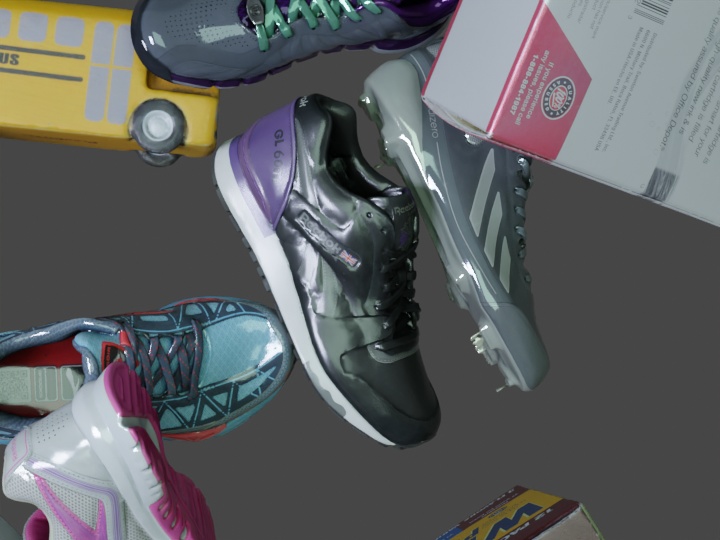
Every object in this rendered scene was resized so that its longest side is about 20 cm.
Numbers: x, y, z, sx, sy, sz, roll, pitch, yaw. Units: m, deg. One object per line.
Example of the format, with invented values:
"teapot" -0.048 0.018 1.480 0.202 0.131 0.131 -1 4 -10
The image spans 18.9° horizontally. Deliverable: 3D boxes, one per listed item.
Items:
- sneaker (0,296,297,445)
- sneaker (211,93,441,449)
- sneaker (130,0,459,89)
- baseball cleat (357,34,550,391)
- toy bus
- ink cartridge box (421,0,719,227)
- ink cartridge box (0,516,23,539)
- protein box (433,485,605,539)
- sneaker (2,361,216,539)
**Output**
"sneaker" -0.129 0.060 1.176 0.198 0.096 0.080 -11 87 -5
"sneaker" 0.000 0.000 1.184 0.087 0.076 0.201 -30 91 30
"sneaker" -0.025 -0.151 1.169 0.199 0.087 0.075 -14 85 -29
"baseball cleat" 0.079 -0.037 1.213 0.106 0.070 0.201 -27 90 -5
"toy bus" -0.176 -0.107 1.197 0.198 0.065 0.079 6 85 -4
"ink cartridge box" 0.154 -0.117 1.167 0.199 0.083 0.147 18 99 -31
"ink cartridge box" -0.248 0.223 1.144 0.146 0.084 0.200 43 97 -1
"protein box" 0.095 0.236 1.135 0.134 0.199 0.201 -32 90 -6
"sneaker" -0.130 0.140 1.155 0.088 0.082 0.201 -20 123 4
